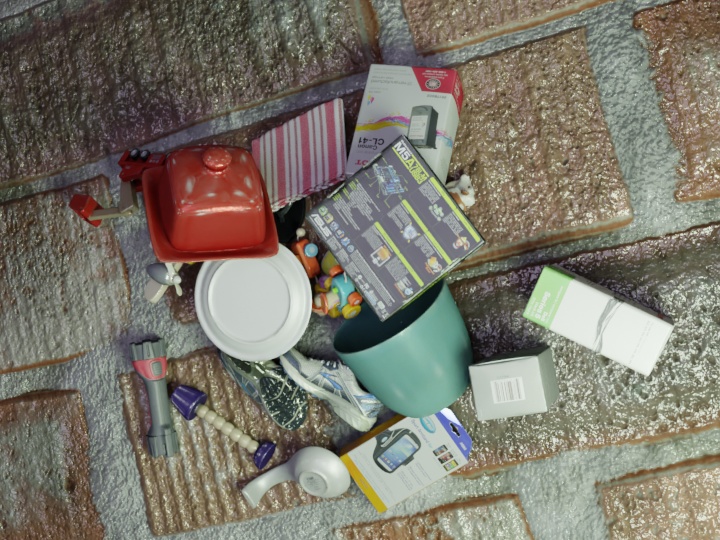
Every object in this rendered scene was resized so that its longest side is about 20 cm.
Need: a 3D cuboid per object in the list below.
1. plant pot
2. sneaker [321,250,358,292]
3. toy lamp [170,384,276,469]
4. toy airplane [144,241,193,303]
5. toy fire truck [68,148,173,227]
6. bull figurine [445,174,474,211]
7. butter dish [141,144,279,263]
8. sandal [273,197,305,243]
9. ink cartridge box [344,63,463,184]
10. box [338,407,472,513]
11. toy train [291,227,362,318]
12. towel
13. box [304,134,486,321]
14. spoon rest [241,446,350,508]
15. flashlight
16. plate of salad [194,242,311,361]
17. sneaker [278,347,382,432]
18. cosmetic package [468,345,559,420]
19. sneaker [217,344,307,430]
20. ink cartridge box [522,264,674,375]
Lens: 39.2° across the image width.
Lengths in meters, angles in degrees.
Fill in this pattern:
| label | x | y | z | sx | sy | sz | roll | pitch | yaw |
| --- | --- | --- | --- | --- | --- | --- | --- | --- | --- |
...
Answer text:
| label | x | y | z | sx | sy | sz | roll | pitch | yaw |
| --- | --- | --- | --- | --- | --- | --- | --- | --- | --- |
| plant pot | 0.082 | 0.126 | 1.556 | 0.199 | 0.201 | 0.162 | -29 | 108 | 15 |
| sneaker | 0.000 | 0.000 | 1.600 | 0.199 | 0.076 | 0.076 | 4 | 128 | 48 |
| toy lamp | -0.236 | 0.261 | 1.724 | 0.199 | 0.058 | 0.059 | 30 | 99 | 12 |
| toy airplane | -0.281 | -0.061 | 1.687 | 0.197 | 0.141 | 0.202 | -16 | 69 | 6 |
| toy fire truck | -0.391 | -0.138 | 1.727 | 0.199 | 0.049 | 0.142 | 10 | 63 | 35 |
| bull figurine | 0.093 | -0.084 | 1.614 | 0.121 | 0.065 | 0.201 | 37 | 99 | 17 |
| butter dish | -0.225 | -0.126 | 1.547 | 0.197 | 0.148 | 0.201 | -3 | 52 | -18 |
| sandal | -0.123 | -0.147 | 1.689 | 0.075 | 0.043 | 0.202 | 14 | 95 | 16 |
| ink cartridge box | 0.070 | -0.212 | 1.573 | 0.146 | 0.086 | 0.202 | 7 | 68 | 15 |
| box | 0.079 | 0.290 | 1.619 | 0.199 | 0.042 | 0.119 | -33 | 101 | 13 |
| toy train | -0.067 | 0.011 | 1.610 | 0.055 | 0.200 | 0.151 | -25 | 102 | -19 |
| towel | -0.099 | -0.181 | 1.638 | 0.199 | 0.030 | 0.148 | -21 | 61 | 32 |
| box | 0.050 | -0.061 | 1.478 | 0.193 | 0.047 | 0.201 | -39 | 82 | 8 |
| spoon rest | -0.103 | 0.340 | 1.666 | 0.199 | 0.061 | 0.100 | -20 | 110 | 30 |
| flashlight | -0.359 | 0.221 | 1.760 | 0.067 | 0.068 | 0.202 | -6 | 93 | 12 |
| plate of salad | -0.170 | 0.044 | 1.618 | 0.198 | 0.048 | 0.202 | 1 | 95 | 15 |
| sneaker | -0.043 | 0.173 | 1.660 | 0.199 | 0.077 | 0.086 | 36 | 96 | 4 |
| cosmetic package | 0.232 | 0.166 | 1.505 | 0.106 | 0.200 | 0.091 | -11 | 89 | 14 |
| sneaker | -0.165 | 0.183 | 1.700 | 0.078 | 0.086 | 0.201 | -41 | 98 | -27 |
| ink cartridge box | 0.353 | 0.070 | 1.493 | 0.199 | 0.145 | 0.085 | 27 | 98 | 15 |
